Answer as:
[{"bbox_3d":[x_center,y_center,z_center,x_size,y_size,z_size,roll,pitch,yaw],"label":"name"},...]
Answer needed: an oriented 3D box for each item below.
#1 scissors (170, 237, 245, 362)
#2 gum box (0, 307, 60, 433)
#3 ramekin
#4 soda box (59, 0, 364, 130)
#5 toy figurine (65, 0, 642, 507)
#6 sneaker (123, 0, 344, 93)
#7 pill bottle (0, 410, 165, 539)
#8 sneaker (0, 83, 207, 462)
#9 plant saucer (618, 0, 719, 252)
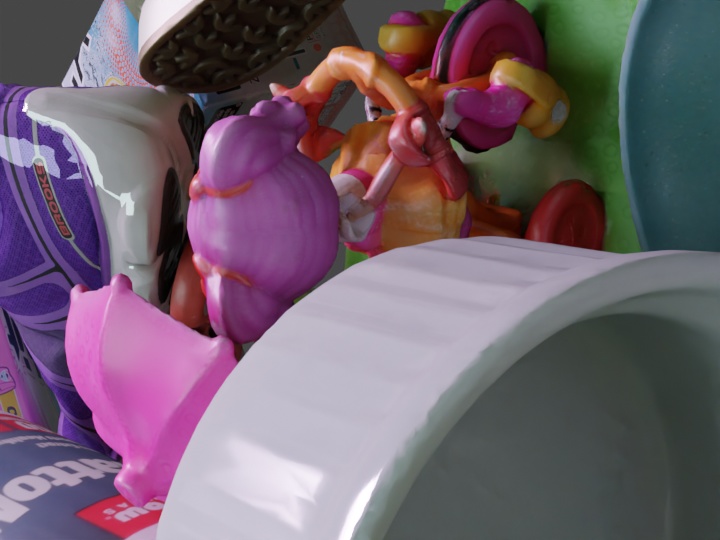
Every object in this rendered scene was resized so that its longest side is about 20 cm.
[{"bbox_3d":[-0.045,0.020,0.862,0.014,0.200,0.073,11,92,7],"label":"scissors"},{"bbox_3d":[-0.152,0.051,0.973,0.200,0.066,0.114,84,165,-79],"label":"gum box"},{"bbox_3d":[0.042,0.086,0.636,0.098,0.200,0.201,18,115,52],"label":"ramekin"},{"bbox_3d":[-0.069,-0.043,0.895,0.064,0.068,0.200,64,149,17],"label":"soda box"},{"bbox_3d":[0.000,0.000,0.721,0.150,0.184,0.201,16,108,37],"label":"toy figurine"},{"bbox_3d":[-0.002,-0.142,0.753,0.200,0.067,0.090,-34,60,24],"label":"sneaker"},{"bbox_3d":[-0.075,0.121,0.751,0.200,0.119,0.120,18,114,46],"label":"pill bottle"},{"bbox_3d":[-0.093,0.001,0.833,0.083,0.081,0.200,13,143,6],"label":"sneaker"},{"bbox_3d":[0.143,-0.004,0.643,0.200,0.036,0.200,45,149,37],"label":"plant saucer"}]
